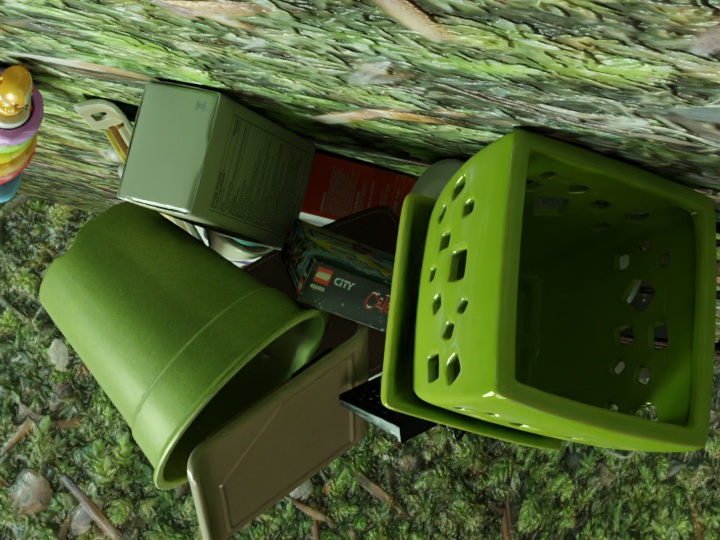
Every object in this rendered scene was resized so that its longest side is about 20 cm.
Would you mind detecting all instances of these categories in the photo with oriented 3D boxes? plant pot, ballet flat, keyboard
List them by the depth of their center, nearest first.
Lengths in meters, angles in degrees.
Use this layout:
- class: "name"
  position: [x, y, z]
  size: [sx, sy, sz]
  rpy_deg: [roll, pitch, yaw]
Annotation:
- class: "plant pot"
  position: [0.129, 0.031, 1.185]
  size: [0.200, 0.199, 0.181]
  rpy_deg: [17, 160, -31]
- class: "plant pot"
  position: [-0.160, 0.045, 1.331]
  size: [0.190, 0.200, 0.200]
  rpy_deg: [43, -176, 13]
- class: "keyboard"
  position: [0.081, 0.091, 1.367]
  size: [0.104, 0.040, 0.200]
  rpy_deg: [28, -148, 31]
- class: "ballet flat"
  position: [-0.131, -0.050, 1.601]
  size: [0.069, 0.069, 0.200]
  rpy_deg: [14, -152, -25]

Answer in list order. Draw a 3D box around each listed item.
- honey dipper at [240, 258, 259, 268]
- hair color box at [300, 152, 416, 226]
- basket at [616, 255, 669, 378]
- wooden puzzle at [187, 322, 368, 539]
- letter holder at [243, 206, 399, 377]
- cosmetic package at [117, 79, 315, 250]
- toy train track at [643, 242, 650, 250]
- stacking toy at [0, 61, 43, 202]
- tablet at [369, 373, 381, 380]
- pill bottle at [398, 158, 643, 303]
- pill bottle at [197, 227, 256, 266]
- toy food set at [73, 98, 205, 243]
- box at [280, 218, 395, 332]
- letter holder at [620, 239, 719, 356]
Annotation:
- class: "honey dipper"
  position: [-0.152, 0.030, 1.472]
  size: [0.038, 0.038, 0.200]
  rpy_deg: [10, -158, 44]
- class: "hair color box"
  position: [-0.061, -0.082, 1.525]
  size: [0.200, 0.064, 0.111]
  rpy_deg: [12, 178, -23]
- class: "basket"
  position: [0.296, 0.043, 1.740]
  size: [0.180, 0.136, 0.200]
  rpy_deg: [18, 174, 2]
- class: "wooden puzzle"
  position: [-0.068, 0.142, 1.352]
  size: [0.037, 0.200, 0.185]
  rpy_deg: [41, 157, 23]
- class: "letter holder"
  position: [-0.041, 0.040, 1.479]
  size: [0.200, 0.142, 0.101]
  rpy_deg: [-28, -177, -9]
- class: "cosmetic package"
  position: [-0.116, -0.085, 1.340]
  size: [0.071, 0.105, 0.200]
  rpy_deg: [13, 176, 22]
- class: "toy train track"
  position: [0.242, -0.031, 1.541]
  size: [0.115, 0.033, 0.200]
  rpy_deg: [3, 178, 31]
- class: "stacking toy"
  position: [-0.320, -0.140, 1.401]
  size: [0.110, 0.116, 0.200]
  rpy_deg: [14, 163, -24]
- class: "tablet"
  position: [0.055, 0.081, 1.611]
  size: [0.130, 0.014, 0.200]
  rpy_deg: [-24, -177, 9]
- class: "pill bottle"
  position: [0.142, -0.019, 1.368]
  size: [0.200, 0.112, 0.112]
  rpy_deg: [16, 176, -30]
- class: "pill bottle"
  position: [-0.118, -0.056, 1.779]
  size: [0.200, 0.111, 0.111]
  rpy_deg: [12, 177, 23]
- class: "toy food set"
  position: [-0.209, -0.068, 1.527]
  size: [0.060, 0.200, 0.144]
  rpy_deg: [-32, 178, -3]
- class: "box"
  position: [0.036, 0.022, 1.358]
  size: [0.200, 0.038, 0.137]
  rpy_deg: [21, -167, -14]
- class: "letter holder"
  position: [0.310, 0.022, 1.330]
  size: [0.142, 0.101, 0.200]
  rpy_deg: [3, -179, -22]
